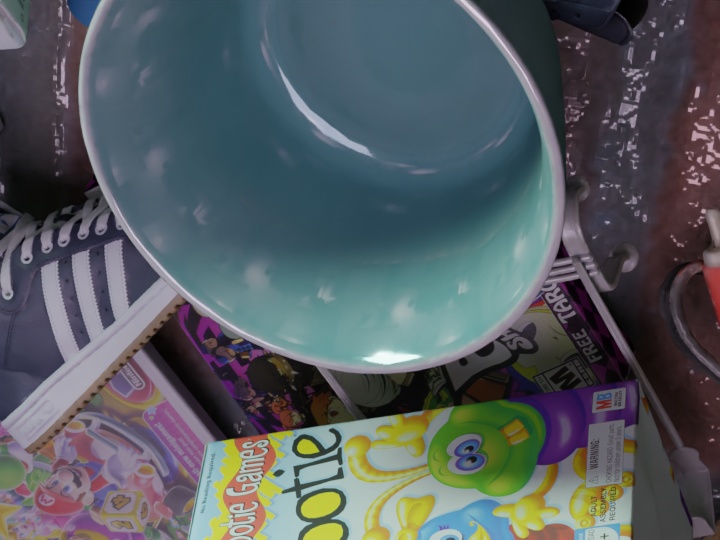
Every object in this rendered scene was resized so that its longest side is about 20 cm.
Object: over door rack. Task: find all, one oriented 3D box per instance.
[{"bbox_3d":[0.060,0.044,1.152,0.147,0.067,0.201,-11,131,20],"label":"over door rack"}]

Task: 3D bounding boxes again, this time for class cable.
[{"bbox_3d":[0.190,0.062,1.134,0.096,0.050,0.201,-11,91,-1],"label":"cable"}]

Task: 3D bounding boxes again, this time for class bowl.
[{"bbox_3d":[0.000,-0.071,1.023,0.200,0.105,0.202,13,128,17],"label":"bowl"}]

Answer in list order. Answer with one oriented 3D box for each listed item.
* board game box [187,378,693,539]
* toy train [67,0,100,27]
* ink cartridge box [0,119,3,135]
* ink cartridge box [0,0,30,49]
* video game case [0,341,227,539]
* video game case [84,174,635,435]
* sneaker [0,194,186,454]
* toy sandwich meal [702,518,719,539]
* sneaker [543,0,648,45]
[{"bbox_3d":[0.035,0.130,1.119,0.199,0.103,0.105,-9,134,17],"label":"board game box"},{"bbox_3d":[-0.076,-0.184,1.086,0.115,0.085,0.201,32,121,15],"label":"toy train"},{"bbox_3d":[-0.286,-0.085,1.192,0.199,0.086,0.148,-11,119,20],"label":"ink cartridge box"},{"bbox_3d":[-0.229,-0.163,1.077,0.199,0.164,0.057,-2,156,8],"label":"ink cartridge box"},{"bbox_3d":[-0.159,0.121,1.279,0.199,0.018,0.143,-29,121,12],"label":"video game case"},{"bbox_3d":[0.000,0.000,1.195,0.181,0.036,0.200,-24,112,27],"label":"video game case"},{"bbox_3d":[-0.127,-0.014,1.161,0.108,0.070,0.200,44,118,-3],"label":"sneaker"},{"bbox_3d":[0.239,0.173,1.221,0.204,0.070,0.207,5,111,14],"label":"toy sandwich meal"},{"bbox_3d":[0.072,-0.126,1.073,0.199,0.075,0.085,-14,112,23],"label":"sneaker"}]
